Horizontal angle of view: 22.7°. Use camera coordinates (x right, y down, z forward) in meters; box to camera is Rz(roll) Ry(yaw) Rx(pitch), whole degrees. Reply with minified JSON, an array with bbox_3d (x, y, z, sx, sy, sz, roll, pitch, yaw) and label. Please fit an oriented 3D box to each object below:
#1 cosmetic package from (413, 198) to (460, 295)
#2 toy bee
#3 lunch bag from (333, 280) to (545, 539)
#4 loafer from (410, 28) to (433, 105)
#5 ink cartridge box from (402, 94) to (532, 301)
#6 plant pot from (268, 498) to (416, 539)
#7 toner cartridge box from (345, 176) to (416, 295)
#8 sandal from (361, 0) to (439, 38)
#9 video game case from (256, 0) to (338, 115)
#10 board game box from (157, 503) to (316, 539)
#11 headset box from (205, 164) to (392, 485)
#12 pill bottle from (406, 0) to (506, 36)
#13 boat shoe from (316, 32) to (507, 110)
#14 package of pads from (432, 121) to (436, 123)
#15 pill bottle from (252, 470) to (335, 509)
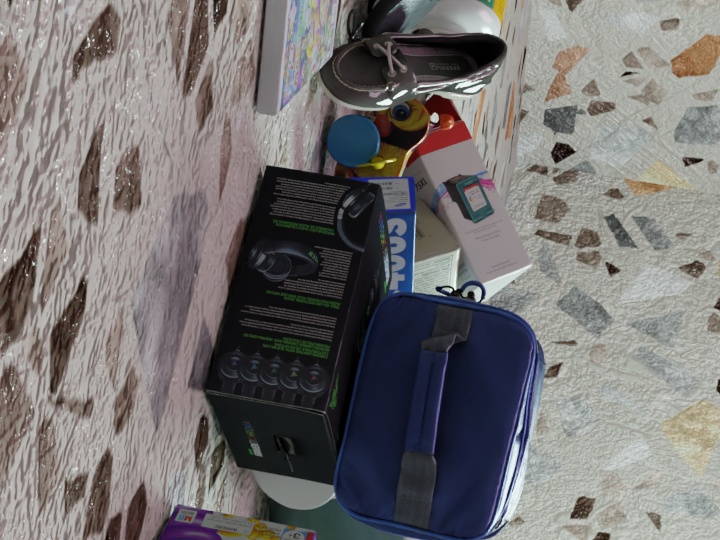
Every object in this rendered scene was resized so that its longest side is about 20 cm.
[{"bbox_3d":[0.029,0.040,1.750,0.087,0.103,0.200,54,-30,42],"label":"cosmetic package"},{"bbox_3d":[0.024,-0.115,1.593,0.131,0.109,0.200,-68,167,-64],"label":"toy bee"},{"bbox_3d":[0.064,0.106,1.362,0.132,0.136,0.200,35,66,-80],"label":"lunch bag"},{"bbox_3d":[0.051,-0.193,1.726,0.063,0.072,0.200,-38,180,3],"label":"loafer"},{"bbox_3d":[0.079,-0.067,1.770,0.200,0.067,0.116,65,-26,9],"label":"ink cartridge box"},{"bbox_3d":[-0.004,0.263,1.619,0.200,0.200,0.196,-60,150,-69],"label":"plant pot"},{"bbox_3d":[0.000,0.000,1.589,0.200,0.095,0.043,89,0,-50],"label":"toner cartridge box"},{"bbox_3d":[0.033,-0.253,1.713,0.076,0.043,0.200,-44,180,13],"label":"sandal"},{"bbox_3d":[-0.041,-0.208,1.346,0.200,0.018,0.143,-60,158,-68],"label":"video game case"},{"bbox_3d":[-0.101,0.253,1.156,0.200,0.103,0.105,-65,162,-63],"label":"board game box"},{"bbox_3d":[-0.044,0.052,1.369,0.174,0.093,0.200,82,20,-64],"label":"headset box"},{"bbox_3d":[0.100,-0.297,1.905,0.113,0.113,0.200,80,21,-67],"label":"pill bottle"},{"bbox_3d":[0.047,-0.180,1.540,0.200,0.067,0.057,-9,155,-45],"label":"boat shoe"},{"bbox_3d":[0.038,-0.051,1.896,0.121,0.076,0.200,84,18,-55],"label":"package of pads"},{"bbox_3d":[-0.016,0.128,1.537,0.200,0.112,0.112,-40,140,-61],"label":"pill bottle"}]
